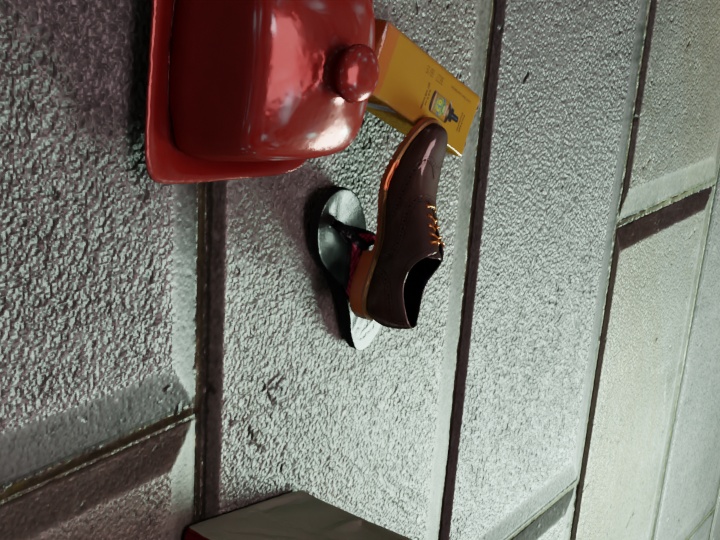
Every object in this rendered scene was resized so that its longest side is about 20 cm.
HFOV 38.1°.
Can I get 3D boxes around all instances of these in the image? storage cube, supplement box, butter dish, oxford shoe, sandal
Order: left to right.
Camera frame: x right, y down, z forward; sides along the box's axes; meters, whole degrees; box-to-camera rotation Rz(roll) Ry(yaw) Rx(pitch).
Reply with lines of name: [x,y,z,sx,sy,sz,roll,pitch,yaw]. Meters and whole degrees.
butter dish: [-0.052,-0.159,0.799,0.199,0.147,0.202,-14,115,-53]
storage cube: [-0.059,0.333,0.983,0.199,0.170,0.181,-5,107,-53]
sandal: [0.000,0.000,1.031,0.075,0.045,0.201,-47,138,-32]
supplement box: [0.041,-0.174,0.998,0.200,0.068,0.067,23,86,-54]
oxford shoe: [0.055,-0.042,0.982,0.071,0.073,0.202,7,100,-54]
